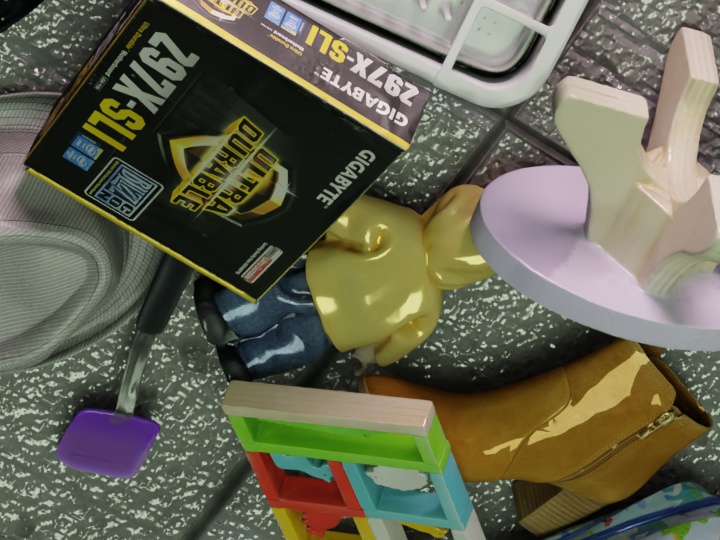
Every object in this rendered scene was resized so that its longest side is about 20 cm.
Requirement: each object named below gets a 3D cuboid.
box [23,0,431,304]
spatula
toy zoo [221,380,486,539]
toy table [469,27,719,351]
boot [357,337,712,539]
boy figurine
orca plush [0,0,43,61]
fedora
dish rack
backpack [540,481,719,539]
[{"bbox_3d":[-0.076,-0.076,1.535,0.159,0.050,0.200,32,145,-11],"label":"box"},{"bbox_3d":[-0.132,0.051,1.689,0.056,0.021,0.201,11,122,-19],"label":"spatula"},{"bbox_3d":[0.004,0.138,1.707,0.130,0.021,0.201,6,144,22],"label":"toy zoo"},{"bbox_3d":[0.177,-0.040,1.618,0.199,0.184,0.117,6,133,-22],"label":"toy table"},{"bbox_3d":[0.109,0.078,1.712,0.144,0.071,0.201,-41,128,22],"label":"boot"},{"bbox_3d":[0.000,0.000,1.672,0.199,0.065,0.125,-24,116,5],"label":"boy figurine"},{"bbox_3d":[-0.179,-0.204,1.519,0.105,0.071,0.200,38,94,-14],"label":"orca plush"},{"bbox_3d":[-0.205,-0.005,1.631,0.199,0.090,0.178,-11,117,-1],"label":"fedora"},{"bbox_3d":[0.034,-0.196,1.480,0.199,0.044,0.172,23,111,-11],"label":"dish rack"},{"bbox_3d":[0.168,0.223,1.761,0.199,0.154,0.163,-17,135,20],"label":"backpack"}]
